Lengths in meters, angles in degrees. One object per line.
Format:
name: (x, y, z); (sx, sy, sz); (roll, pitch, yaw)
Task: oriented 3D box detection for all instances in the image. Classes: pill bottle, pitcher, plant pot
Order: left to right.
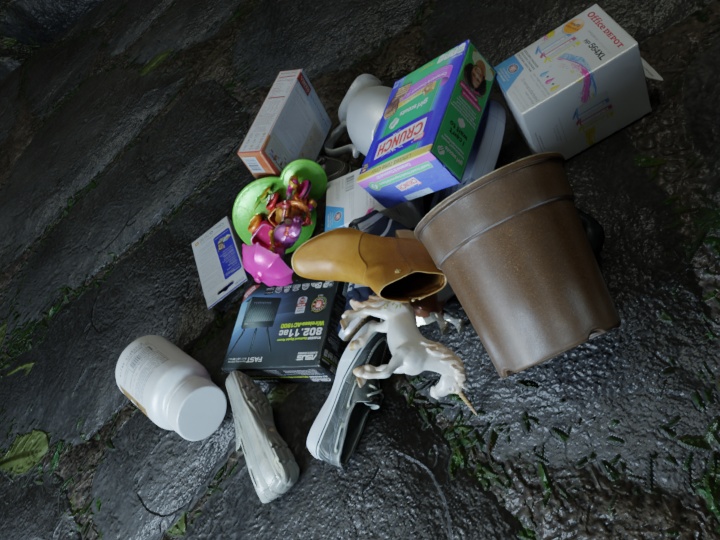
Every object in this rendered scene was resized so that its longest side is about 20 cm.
pill bottle: (-0.307, 0.191, 1.020); (0.198, 0.115, 0.116); (21, 72, 42)
pitcher: (0.011, -0.255, 1.132); (0.172, 0.120, 0.201); (-50, 33, 11)
plant pot: (0.190, 0.004, 0.732); (0.197, 0.200, 0.202); (-27, 77, 15)

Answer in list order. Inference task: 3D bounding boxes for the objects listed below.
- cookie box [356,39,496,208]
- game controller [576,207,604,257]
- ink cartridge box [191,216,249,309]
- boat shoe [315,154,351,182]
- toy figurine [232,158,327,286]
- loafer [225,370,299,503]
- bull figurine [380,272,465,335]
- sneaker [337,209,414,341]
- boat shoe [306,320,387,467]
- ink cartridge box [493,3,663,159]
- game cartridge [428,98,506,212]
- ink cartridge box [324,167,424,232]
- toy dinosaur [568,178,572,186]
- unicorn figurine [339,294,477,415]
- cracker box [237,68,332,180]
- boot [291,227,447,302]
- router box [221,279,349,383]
cookie box: (0.096, -0.210, 0.924); (0.170, 0.075, 0.204); (-12, 51, 52)
game controller: (0.233, -0.058, 0.849); (0.200, 0.042, 0.106); (43, 108, 39)
ink cartridge box: (-0.264, -0.012, 1.195); (0.094, 0.037, 0.201); (-36, 43, 7)
boat shoe: (-0.110, -0.190, 1.200); (0.196, 0.057, 0.068); (1, 59, 35)
toy figurine: (-0.125, -0.061, 1.013); (0.200, 0.149, 0.186); (-44, 27, 21)
loafer: (-0.157, 0.235, 0.907); (0.070, 0.070, 0.202); (-41, 53, 11)
bull figurine: (0.109, 0.028, 0.884); (0.121, 0.065, 0.202); (34, 87, 38)
sneaker: (0.000, 0.000, 0.944); (0.108, 0.070, 0.201); (35, 72, 5)
boat shoe: (0.000, 0.172, 0.862); (0.070, 0.072, 0.204); (19, 82, 34)
ink cartridge box: (0.316, -0.271, 0.911); (0.197, 0.125, 0.130); (-30, 46, 14)
game cartridge: (0.162, -0.155, 0.951); (0.204, 0.040, 0.133); (-70, 11, -24)
ink cartridge box: (0.041, -0.120, 1.035); (0.196, 0.068, 0.117); (-20, 49, 24)
toy dinosaur: (0.238, -0.106, 0.893); (0.107, 0.060, 0.199); (-48, 45, -3)
unicorn figurine: (0.053, 0.101, 0.801); (0.134, 0.074, 0.204); (-18, 63, 0)
cracker box: (-0.130, -0.240, 1.128); (0.056, 0.135, 0.203); (4, 57, 29)
boot: (0.007, -0.003, 0.834); (0.196, 0.072, 0.145); (-10, 26, -5)
router box: (-0.112, 0.096, 0.989); (0.196, 0.062, 0.153); (-8, 56, 31)
